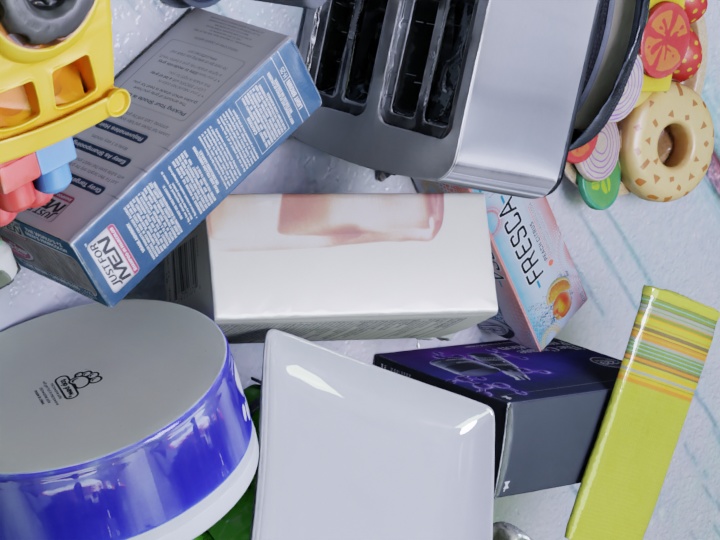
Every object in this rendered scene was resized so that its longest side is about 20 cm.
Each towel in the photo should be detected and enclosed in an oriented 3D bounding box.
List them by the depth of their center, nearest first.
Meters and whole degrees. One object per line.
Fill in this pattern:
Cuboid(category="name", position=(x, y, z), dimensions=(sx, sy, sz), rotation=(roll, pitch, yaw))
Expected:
Cuboid(category="towel", position=(0.210, 0.113, 1.641), dimensions=(0.086, 0.018, 0.200), rotation=(19, 89, -41))

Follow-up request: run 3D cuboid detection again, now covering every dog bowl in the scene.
Cuboid(category="dog bowl", position=(-0.167, 0.100, 1.328), dimensions=(0.200, 0.200, 0.079), rotation=(-32, 124, -32))

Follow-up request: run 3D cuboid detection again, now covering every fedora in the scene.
Cuboid(category="fedora", position=(0.135, -0.188, 1.567), dimensions=(0.092, 0.201, 0.201), rotation=(13, 97, -17))

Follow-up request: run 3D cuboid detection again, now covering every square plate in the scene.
Cuboid(category="square plate", position=(0.005, 0.158, 1.411), dimensions=(0.200, 0.028, 0.198), rotation=(21, 59, -34))

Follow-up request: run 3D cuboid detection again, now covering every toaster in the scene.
Cuboid(category="toaster", position=(0.056, -0.143, 1.475), dimensions=(0.119, 0.181, 0.200), rotation=(5, 101, -43))

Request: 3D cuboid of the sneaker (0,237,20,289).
Cuboid(category="sneaker", position=(-0.295, -0.009, 1.266), dimensions=(0.200, 0.077, 0.089), rotation=(-25, 109, -42))

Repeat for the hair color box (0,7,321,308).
Cuboid(category="hair color box", position=(-0.130, -0.074, 1.370), dimensions=(0.200, 0.100, 0.061), rotation=(-45, 132, -22))

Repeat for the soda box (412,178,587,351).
Cuboid(category="soda box", position=(0.101, -0.035, 1.638), dimensions=(0.064, 0.068, 0.200), rotation=(-45, 131, -23))

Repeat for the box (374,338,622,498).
Cuboid(category="box", position=(0.125, 0.108, 1.665), dimensions=(0.200, 0.141, 0.079), rotation=(-4, 109, -45))

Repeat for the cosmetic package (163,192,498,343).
Cuboid(category="cosmetic package", position=(-0.022, -0.001, 1.444), dimensions=(0.200, 0.103, 0.087), rotation=(0, 78, -24))

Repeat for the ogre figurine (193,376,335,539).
Cuboid(category="ogre figurine", position=(-0.102, 0.148, 1.434), dimensions=(0.200, 0.120, 0.098), rotation=(-16, 115, -41))

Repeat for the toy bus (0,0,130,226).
Cuboid(category="toy bus", position=(-0.233, -0.104, 1.230), dimensions=(0.200, 0.136, 0.192), rotation=(-27, 123, -34))

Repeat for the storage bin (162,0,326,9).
Cuboid(category="storage bin", position=(-0.084, -0.244, 1.326), dimensions=(0.146, 0.134, 0.200), rotation=(-50, 133, -19))

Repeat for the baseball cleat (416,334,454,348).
Cuboid(category="baseball cleat", position=(0.000, 0.000, 1.567), dimensions=(0.200, 0.070, 0.107), rotation=(7, 84, -48))

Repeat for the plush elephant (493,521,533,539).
Cuboid(category="plush elephant", position=(0.036, 0.223, 1.511), dimensions=(0.200, 0.165, 0.155), rotation=(-5, 106, -52))

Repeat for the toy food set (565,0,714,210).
Cuboid(category="toy food set", position=(0.216, -0.147, 1.724), dimensions=(0.198, 0.049, 0.200), rotation=(-6, 110, -43))
